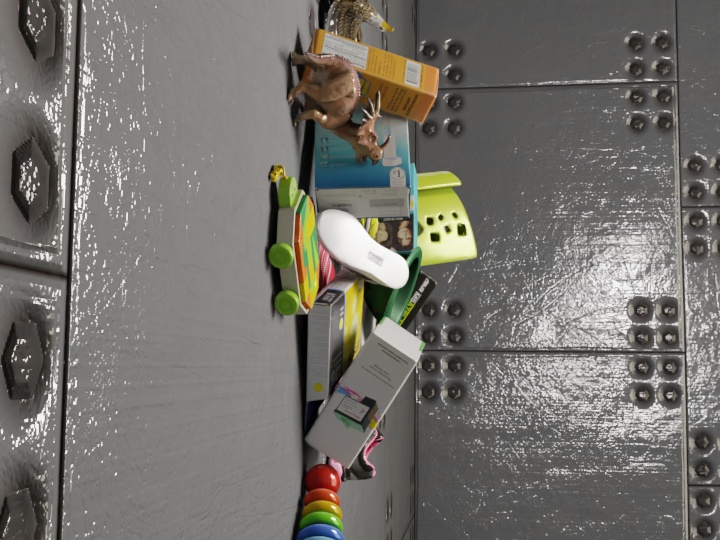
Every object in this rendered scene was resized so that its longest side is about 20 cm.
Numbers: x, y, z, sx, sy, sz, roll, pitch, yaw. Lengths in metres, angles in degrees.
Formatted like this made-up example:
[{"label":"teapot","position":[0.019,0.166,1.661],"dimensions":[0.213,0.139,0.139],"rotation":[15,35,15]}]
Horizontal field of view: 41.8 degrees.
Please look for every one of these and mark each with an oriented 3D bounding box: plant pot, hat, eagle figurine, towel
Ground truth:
[{"label":"plant pot","position":[0.103,-0.104,1.929],"dimensions":[0.200,0.197,0.184],"rotation":[180,-98,-68]},{"label":"hat","position":[0.000,0.000,1.630],"dimensions":[0.166,0.174,0.202],"rotation":[-14,124,-75]},{"label":"eagle figurine","position":[-0.015,-0.429,1.610],"dimensions":[0.151,0.151,0.201],"rotation":[-21,153,-41]},{"label":"towel","position":[-0.067,0.001,1.472],"dimensions":[0.201,0.022,0.146],"rotation":[77,14,-58]}]

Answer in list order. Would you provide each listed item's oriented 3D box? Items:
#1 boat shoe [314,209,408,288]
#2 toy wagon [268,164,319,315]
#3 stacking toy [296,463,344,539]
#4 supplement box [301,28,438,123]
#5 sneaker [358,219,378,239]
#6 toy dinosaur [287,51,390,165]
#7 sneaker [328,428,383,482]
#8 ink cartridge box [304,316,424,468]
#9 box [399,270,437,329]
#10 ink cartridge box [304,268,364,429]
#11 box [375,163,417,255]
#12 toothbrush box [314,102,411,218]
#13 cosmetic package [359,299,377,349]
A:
[{"label":"boat shoe","position":[-0.011,-0.031,1.462],"dimensions":[0.199,0.067,0.072],"rotation":[30,71,-38]},{"label":"toy wagon","position":[-0.088,-0.043,1.252],"dimensions":[0.156,0.039,0.202],"rotation":[-77,165,-60]},{"label":"stacking toy","position":[-0.056,0.369,1.361],"dimensions":[0.201,0.084,0.086],"rotation":[-89,174,-49]},{"label":"supplement box","position":[0.014,-0.290,1.412],"dimensions":[0.067,0.198,0.069],"rotation":[120,-16,-52]},{"label":"sneaker","position":[-0.008,-0.141,1.631],"dimensions":[0.074,0.084,0.203],"rotation":[-164,-102,-71]},{"label":"toy dinosaur","position":[-0.028,-0.251,1.345],"dimensions":[0.201,0.134,0.087],"rotation":[80,13,-50]},{"label":"sneaker","position":[-0.005,0.278,1.663],"dimensions":[0.079,0.094,0.202],"rotation":[70,20,-63]},{"label":"ink cartridge box","position":[0.009,0.185,1.454],"dimensions":[0.201,0.084,0.145],"rotation":[-58,176,10]},{"label":"box","position":[0.062,0.088,1.820],"dimensions":[0.201,0.047,0.193],"rotation":[-56,-175,-2]},{"label":"ink cartridge box","position":[-0.039,0.118,1.471],"dimensions":[0.198,0.046,0.202],"rotation":[-50,143,-69]},{"label":"box","position":[0.062,-0.101,1.732],"dimensions":[0.049,0.081,0.202],"rotation":[72,17,-55]},{"label":"toothbrush box","position":[0.002,-0.185,1.458],"dimensions":[0.086,0.144,0.202],"rotation":[89,-1,-60]},{"label":"cosmetic package","position":[-0.015,0.097,1.675],"dimensions":[0.200,0.073,0.103],"rotation":[-69,157,-65]}]
